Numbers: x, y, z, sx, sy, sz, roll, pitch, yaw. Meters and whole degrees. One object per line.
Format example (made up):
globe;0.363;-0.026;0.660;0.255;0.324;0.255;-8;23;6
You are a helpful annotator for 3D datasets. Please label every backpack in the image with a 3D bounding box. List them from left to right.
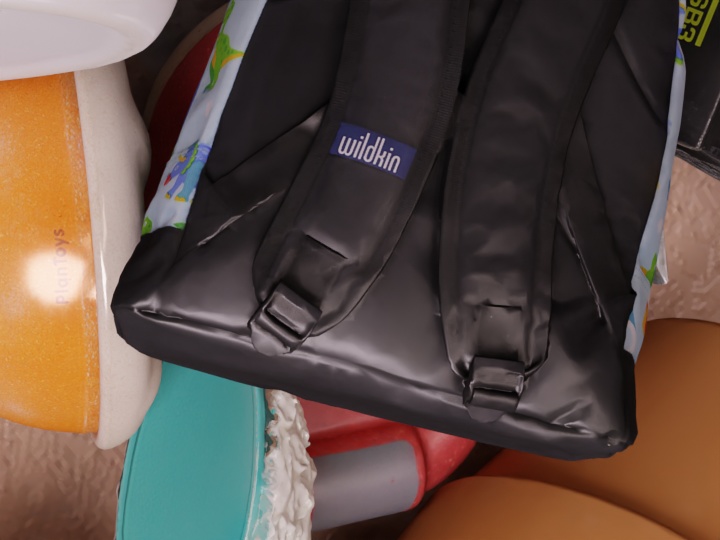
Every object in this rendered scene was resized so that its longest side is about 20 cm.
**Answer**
backpack;0.023;-0.053;0.907;0.162;0.154;0.201;13;83;-3

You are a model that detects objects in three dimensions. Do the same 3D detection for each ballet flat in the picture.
ballet flat;-0.046;0.115;0.974;0.072;0.072;0.201;14;74;-31

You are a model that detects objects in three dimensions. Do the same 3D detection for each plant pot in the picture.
plant pot;0.122;0.114;1.086;0.200;0.200;0.140;49;62;-29

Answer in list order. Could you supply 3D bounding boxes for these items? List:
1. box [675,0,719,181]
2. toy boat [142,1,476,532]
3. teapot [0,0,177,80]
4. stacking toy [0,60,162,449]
box;0.166;-0.123;1.063;0.200;0.047;0.194;20;91;-68
toy boat;0.000;0.000;1.013;0.130;0.131;0.201;-11;108;-26
teapot;-0.145;-0.134;0.831;0.196;0.200;0.147;-3;86;15
stacking toy;-0.168;-0.009;0.942;0.199;0.146;0.147;-4;106;-9
